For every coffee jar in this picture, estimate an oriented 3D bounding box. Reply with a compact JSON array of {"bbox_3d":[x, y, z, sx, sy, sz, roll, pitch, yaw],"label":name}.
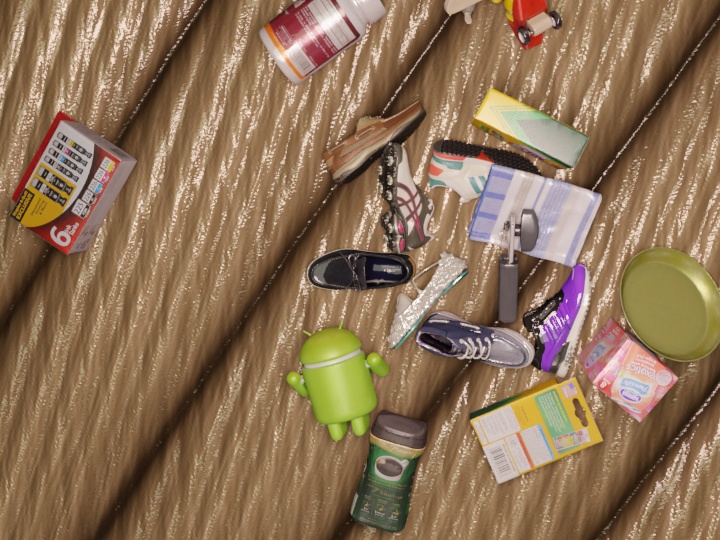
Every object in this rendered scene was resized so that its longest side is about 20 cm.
[{"bbox_3d":[0.053,0.355,1.596,0.103,0.085,0.202,15,99,8],"label":"coffee jar"}]

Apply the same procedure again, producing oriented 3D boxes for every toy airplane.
[{"bbox_3d":[0.249,-0.482,1.457,0.199,0.141,0.200,13,113,-28],"label":"toy airplane"}]

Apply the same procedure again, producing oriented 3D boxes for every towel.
[{"bbox_3d":[0.295,-0.091,1.518,0.198,0.024,0.148,16,119,-3],"label":"towel"}]

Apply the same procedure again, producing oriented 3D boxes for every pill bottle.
[{"bbox_3d":[-0.062,-0.417,1.513,0.199,0.114,0.115,-34,91,9],"label":"pill bottle"}]

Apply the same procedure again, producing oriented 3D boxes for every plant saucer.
[{"bbox_3d":[0.516,0.059,1.498,0.198,0.031,0.202,6,68,-15],"label":"plant saucer"}]

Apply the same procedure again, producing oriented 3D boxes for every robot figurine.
[{"bbox_3d":[-0.039,0.191,1.574,0.174,0.116,0.202,-15,94,13],"label":"robot figurine"}]

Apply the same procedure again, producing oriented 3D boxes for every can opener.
[{"bbox_3d":[0.263,-0.005,1.521,0.066,0.053,0.202,5,116,6],"label":"can opener"}]

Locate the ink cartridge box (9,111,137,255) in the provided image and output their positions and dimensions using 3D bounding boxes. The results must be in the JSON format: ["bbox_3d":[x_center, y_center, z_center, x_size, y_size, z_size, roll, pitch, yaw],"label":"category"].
[{"bbox_3d":[-0.534,-0.160,1.610,0.175,0.084,0.201,32,99,3],"label":"ink cartridge box"}]

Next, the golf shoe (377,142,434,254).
[{"bbox_3d":[0.079,-0.129,1.538,0.087,0.077,0.201,-12,120,-13],"label":"golf shoe"}]

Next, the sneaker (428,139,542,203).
[{"bbox_3d":[0.211,-0.159,1.543,0.198,0.071,0.094,13,124,-3],"label":"sneaker"}]

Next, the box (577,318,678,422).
[{"bbox_3d":[0.434,0.159,1.473,0.102,0.200,0.095,39,99,1],"label":"box"}]

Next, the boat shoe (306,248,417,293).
[{"bbox_3d":[0.000,0.000,1.577,0.198,0.062,0.075,-1,98,8],"label":"boat shoe"}]

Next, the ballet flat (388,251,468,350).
[{"bbox_3d":[0.106,0.048,1.571,0.072,0.072,0.200,43,91,1],"label":"ballet flat"}]

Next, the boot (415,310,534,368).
[{"bbox_3d":[0.194,0.132,1.534,0.199,0.090,0.073,16,113,18],"label":"boot"}]

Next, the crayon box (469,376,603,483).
[{"bbox_3d":[0.308,0.276,1.576,0.199,0.052,0.127,-24,93,9],"label":"crayon box"}]

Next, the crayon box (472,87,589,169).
[{"bbox_3d":[0.269,-0.226,1.451,0.172,0.200,0.059,26,98,3],"label":"crayon box"}]

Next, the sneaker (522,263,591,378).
[{"bbox_3d":[0.333,0.079,1.543,0.099,0.070,0.202,15,97,7],"label":"sneaker"}]

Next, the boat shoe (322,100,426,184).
[{"bbox_3d":[0.020,-0.233,1.544,0.199,0.076,0.074,-37,82,4],"label":"boat shoe"}]
